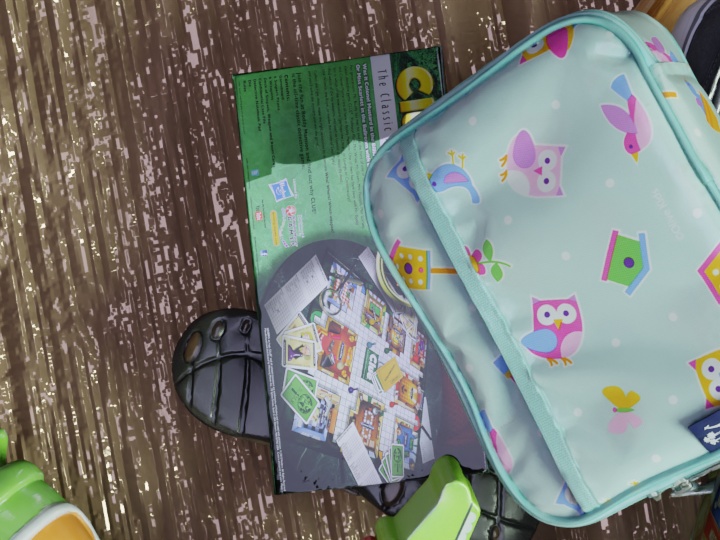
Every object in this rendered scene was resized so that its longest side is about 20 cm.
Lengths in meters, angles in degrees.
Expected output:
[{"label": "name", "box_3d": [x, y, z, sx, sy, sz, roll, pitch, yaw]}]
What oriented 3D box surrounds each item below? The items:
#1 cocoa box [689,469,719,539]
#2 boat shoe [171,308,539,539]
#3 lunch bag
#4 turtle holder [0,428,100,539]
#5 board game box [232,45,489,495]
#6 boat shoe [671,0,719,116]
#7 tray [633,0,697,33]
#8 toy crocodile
[{"label": "cocoa box", "box_3d": [0.216, 0.153, 0.727, 0.132, 0.200, 0.133, 15, 93, 8]}, {"label": "boat shoe", "box_3d": [0.003, 0.076, 0.817, 0.198, 0.074, 0.076, 27, 83, 6]}, {"label": "lunch bag", "box_3d": [0.098, 0.005, 0.697, 0.160, 0.077, 0.202, -31, 81, 25]}, {"label": "turtle holder", "box_3d": [-0.202, 0.188, 0.814, 0.132, 0.141, 0.186, 45, 95, 3]}, {"label": "board game box", "box_3d": [0.000, 0.000, 0.774, 0.103, 0.023, 0.203, -6, 85, 8]}, {"label": "boat shoe", "box_3d": [0.170, -0.026, 0.736, 0.069, 0.066, 0.203, 7, 93, -20]}, {"label": "tray", "box_3d": [0.213, -0.150, 0.770, 0.099, 0.037, 0.201, 42, 111, 16]}, {"label": "toy crocodile", "box_3d": [0.001, 0.177, 0.748, 0.061, 0.068, 0.202, 22, 104, -9]}]
